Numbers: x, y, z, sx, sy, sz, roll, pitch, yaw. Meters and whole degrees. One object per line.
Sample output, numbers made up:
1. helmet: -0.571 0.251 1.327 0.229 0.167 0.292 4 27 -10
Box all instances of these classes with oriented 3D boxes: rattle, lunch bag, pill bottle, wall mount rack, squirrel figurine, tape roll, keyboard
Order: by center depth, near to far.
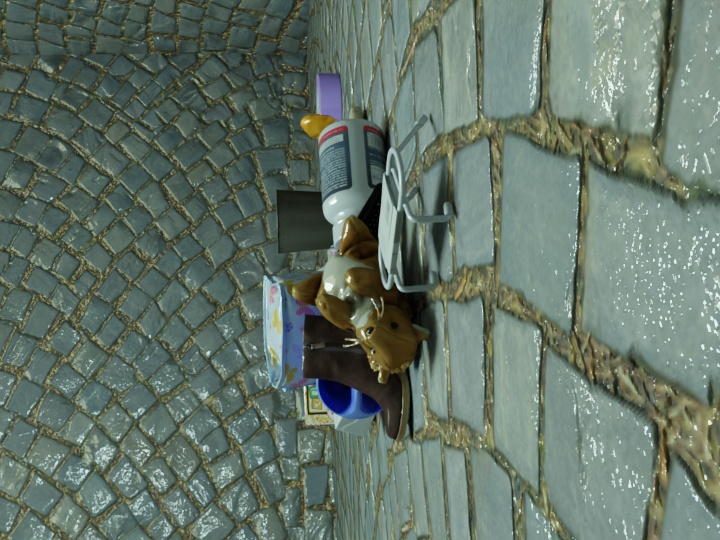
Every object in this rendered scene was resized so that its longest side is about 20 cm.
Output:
1. wall mount rack: 0.058 -0.080 0.834 0.203 0.072 0.177 95 167 -49
2. squirrel figurine: 0.028 0.063 0.954 0.187 0.142 0.200 48 -175 41
3. keyboard: 0.010 -0.022 1.048 0.203 0.039 0.104 -60 -35 -5
4. pill bottle: -0.009 -0.138 1.175 0.120 0.116 0.206 105 162 -68
5. lunch bag: -0.090 0.109 1.271 0.126 0.165 0.207 -164 70 -64
6. rattle: -0.049 -0.245 1.443 0.130 0.139 0.205 133 144 -55
7. tape roll: -0.094 -0.474 2.045 0.200 0.064 0.207 177 90 -83

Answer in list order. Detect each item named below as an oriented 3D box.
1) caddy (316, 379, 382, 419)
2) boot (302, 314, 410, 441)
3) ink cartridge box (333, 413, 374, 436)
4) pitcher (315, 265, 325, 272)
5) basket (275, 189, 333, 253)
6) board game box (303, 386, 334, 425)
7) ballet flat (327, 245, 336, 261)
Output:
1. caddy: -0.006 0.151 1.172 0.106 0.137 0.206 -95 5 -67
2. boot: -0.009 0.163 1.074 0.072 0.161 0.207 119 148 -77
3. ink cartridge box: -0.011 0.213 1.397 0.202 0.066 0.117 -102 34 -55
4. pitcher: -0.060 0.067 1.499 0.198 0.169 0.125 -28 60 36
5. basket: -0.088 -0.109 1.534 0.180 0.194 0.141 143 125 -81
6. board game box: -0.051 0.229 1.514 0.046 0.147 0.207 21 -114 -75
7. ballet flat: -0.039 -0.002 1.564 0.200 0.067 0.073 52 -122 -78
